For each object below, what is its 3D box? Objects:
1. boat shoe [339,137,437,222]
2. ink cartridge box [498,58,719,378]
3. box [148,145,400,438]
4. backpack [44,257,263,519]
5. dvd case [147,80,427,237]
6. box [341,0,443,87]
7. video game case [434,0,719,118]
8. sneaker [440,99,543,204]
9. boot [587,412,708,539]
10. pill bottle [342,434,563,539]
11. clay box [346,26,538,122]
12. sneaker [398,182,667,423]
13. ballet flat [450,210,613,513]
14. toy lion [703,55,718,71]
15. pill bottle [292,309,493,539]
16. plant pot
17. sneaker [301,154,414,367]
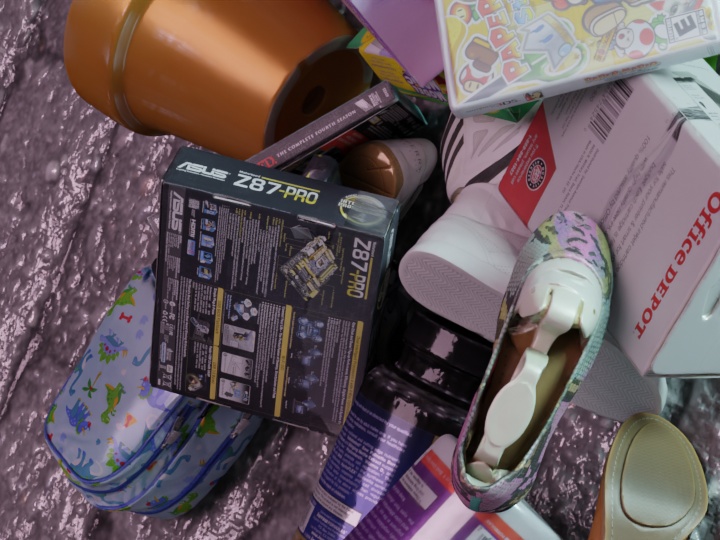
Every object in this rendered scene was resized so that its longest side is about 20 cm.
[{"bbox_3d":[-0.005,-0.039,1.655,0.200,0.069,0.071,-38,76,50],"label":"boat shoe"},{"bbox_3d":[0.193,-0.047,1.409,0.200,0.083,0.147,56,130,41],"label":"ink cartridge box"},{"bbox_3d":[-0.064,0.019,1.541,0.161,0.200,0.049,15,42,9],"label":"box"},{"bbox_3d":[-0.151,0.097,1.705,0.163,0.153,0.200,46,120,34],"label":"backpack"},{"bbox_3d":[-0.050,-0.074,1.613,0.200,0.146,0.022,-31,82,8],"label":"dvd case"},{"bbox_3d":[0.050,-0.255,1.563,0.176,0.097,0.200,-41,34,3],"label":"box"},{"bbox_3d":[0.132,-0.211,1.407,0.181,0.023,0.201,-13,69,16],"label":"video game case"},{"bbox_3d":[0.125,-0.119,1.553,0.200,0.076,0.116,-42,54,28],"label":"sneaker"},{"bbox_3d":[0.154,0.202,1.431,0.155,0.073,0.200,125,166,-48],"label":"boot"},{"bbox_3d":[0.028,0.214,1.425,0.200,0.111,0.111,-47,49,0],"label":"pill bottle"},{"bbox_3d":[0.083,-0.174,1.580,0.115,0.048,0.200,-46,30,-13],"label":"clay box"},{"bbox_3d":[0.137,0.013,1.490,0.200,0.116,0.074,34,136,4],"label":"sneaker"},{"bbox_3d":[0.108,0.055,1.348,0.069,0.071,0.201,22,81,4],"label":"ballet flat"},{"bbox_3d":[0.258,-0.093,1.441,0.192,0.069,0.200,-41,52,35],"label":"toy lion"},{"bbox_3d":[0.036,0.135,1.528,0.112,0.112,0.201,29,97,43],"label":"pill bottle"},{"bbox_3d":[-0.097,-0.170,1.707,0.183,0.200,0.201,35,101,26],"label":"plant pot"},{"bbox_3d":[0.000,0.000,1.580,0.081,0.200,0.074,3,42,24],"label":"sneaker"}]
